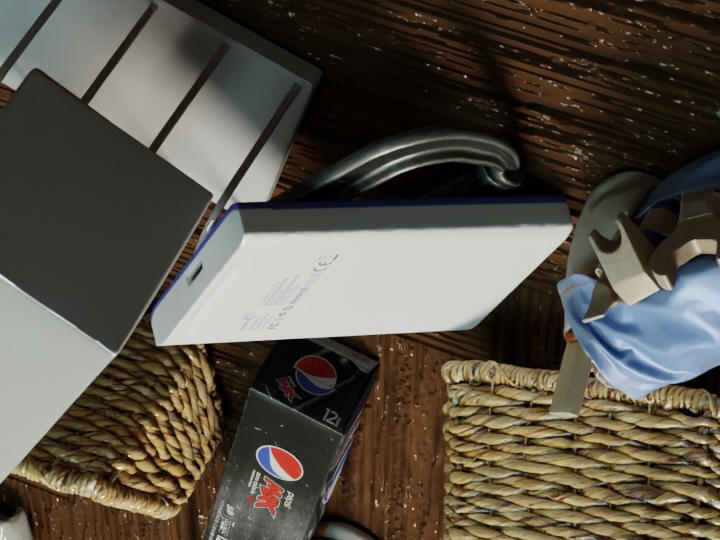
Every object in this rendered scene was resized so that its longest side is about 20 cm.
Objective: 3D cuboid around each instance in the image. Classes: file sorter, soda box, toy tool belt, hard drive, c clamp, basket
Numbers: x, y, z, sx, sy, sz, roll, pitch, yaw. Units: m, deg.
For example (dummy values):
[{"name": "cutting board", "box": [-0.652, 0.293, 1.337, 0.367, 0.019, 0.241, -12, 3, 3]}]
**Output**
[{"name": "file sorter", "box": [-0.149, -0.079, 1.239, 0.199, 0.125, 0.139, 29, 144, 1]}, {"name": "soda box", "box": [-0.047, 0.122, 1.450, 0.070, 0.064, 0.200, 26, 143, 4]}, {"name": "toy tool belt", "box": [0.173, 0.004, 1.117, 0.125, 0.123, 0.200, 39, 142, -12]}, {"name": "hard drive", "box": [0.000, 0.000, 1.206, 0.199, 0.026, 0.132, -2, 154, -29]}, {"name": "c clamp", "box": [0.013, -0.035, 1.212, 0.170, 0.027, 0.200, 5, 155, -43]}, {"name": "basket", "box": [-0.208, 0.111, 1.463, 0.199, 0.149, 0.143, 13, 140, 20]}, {"name": "basket", "box": [0.159, 0.126, 1.286, 0.199, 0.142, 0.150, 4, 96, 39]}]

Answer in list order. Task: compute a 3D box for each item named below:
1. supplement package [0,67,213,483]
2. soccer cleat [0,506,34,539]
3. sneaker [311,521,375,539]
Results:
[{"name": "supplement package", "box": [-0.183, 0.009, 1.163, 0.117, 0.117, 0.200, 35, 145, -8]}, {"name": "soccer cleat", "box": [-0.341, 0.197, 1.744, 0.199, 0.070, 0.087, 11, 123, 21]}, {"name": "sneaker", "box": [0.024, 0.272, 1.532, 0.199, 0.112, 0.078, 31, 143, -1]}]
